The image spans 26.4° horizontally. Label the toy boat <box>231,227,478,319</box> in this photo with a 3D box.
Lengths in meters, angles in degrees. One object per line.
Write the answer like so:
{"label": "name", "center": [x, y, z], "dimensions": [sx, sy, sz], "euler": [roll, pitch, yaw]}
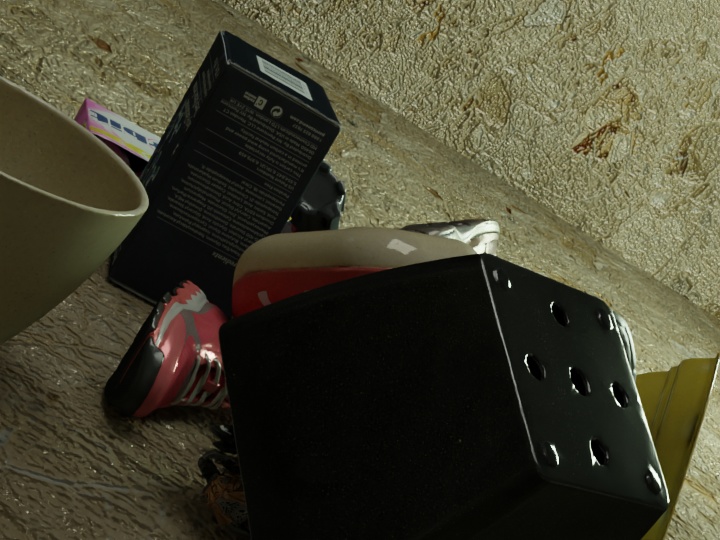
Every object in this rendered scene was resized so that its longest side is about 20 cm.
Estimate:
{"label": "toy boat", "center": [-0.007, 0.042, 1.081], "dimensions": [0.130, 0.132, 0.199], "euler": [8, -7, -39]}

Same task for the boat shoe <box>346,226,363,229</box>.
{"label": "boat shoe", "center": [0.005, 0.003, 1.253], "dimensions": [0.074, 0.076, 0.202], "euler": [28, 31, 30]}

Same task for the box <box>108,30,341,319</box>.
{"label": "box", "center": [-0.115, -0.076, 1.264], "dimensions": [0.106, 0.201, 0.149], "euler": [27, 12, -15]}

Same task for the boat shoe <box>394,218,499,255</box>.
{"label": "boat shoe", "center": [0.064, -0.002, 1.234], "dimensions": [0.075, 0.073, 0.200], "euler": [-4, 3, 24]}

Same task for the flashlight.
{"label": "flashlight", "center": [-0.051, -0.042, 1.396], "dimensions": [0.067, 0.069, 0.200], "euler": [11, -22, -1]}

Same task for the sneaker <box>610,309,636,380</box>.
{"label": "sneaker", "center": [0.180, 0.138, 1.215], "dimensions": [0.074, 0.202, 0.116], "euler": [7, 23, -2]}

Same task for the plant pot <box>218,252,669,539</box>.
{"label": "plant pot", "center": [0.059, 0.099, 0.894], "dimensions": [0.199, 0.177, 0.202], "euler": [20, 47, -45]}

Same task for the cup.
{"label": "cup", "center": [-0.244, -0.029, 0.896], "dimensions": [0.199, 0.144, 0.200], "euler": [30, 13, -8]}

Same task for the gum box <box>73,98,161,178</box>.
{"label": "gum box", "center": [-0.186, -0.075, 1.399], "dimensions": [0.199, 0.066, 0.114], "euler": [28, 12, -20]}

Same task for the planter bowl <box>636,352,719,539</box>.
{"label": "planter bowl", "center": [0.242, 0.155, 1.330], "dimensions": [0.083, 0.202, 0.200], "euler": [17, 9, 12]}

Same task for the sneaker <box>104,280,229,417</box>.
{"label": "sneaker", "center": [-0.110, 0.061, 1.048], "dimensions": [0.086, 0.074, 0.200], "euler": [33, 12, -2]}

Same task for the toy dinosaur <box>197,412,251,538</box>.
{"label": "toy dinosaur", "center": [-0.031, 0.136, 0.984], "dimensions": [0.200, 0.102, 0.136], "euler": [46, 12, -53]}
